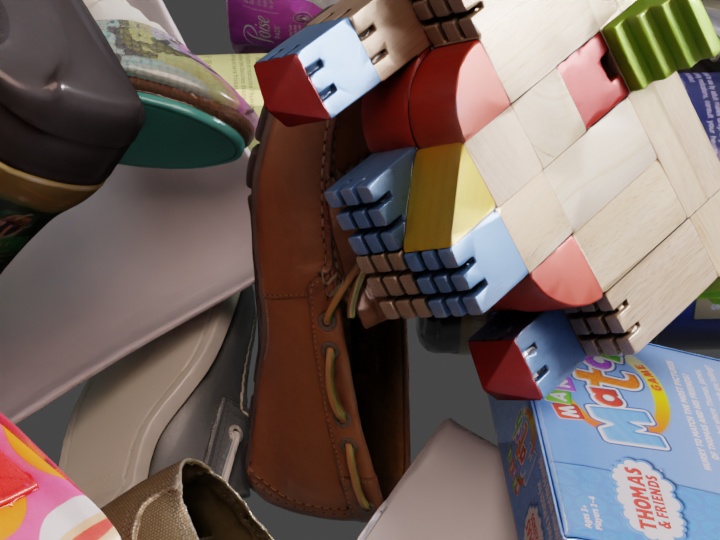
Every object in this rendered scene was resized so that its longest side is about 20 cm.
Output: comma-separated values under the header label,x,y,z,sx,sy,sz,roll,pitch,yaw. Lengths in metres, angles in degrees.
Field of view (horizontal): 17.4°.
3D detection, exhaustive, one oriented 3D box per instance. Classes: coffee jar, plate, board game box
label,x,y,z,sx,sy,sz,roll,pitch,yaw
coffee jar,-0.169,-0.030,0.867,0.200,0.085,0.104,-45,60,23
plate,-0.144,-0.024,0.967,0.199,0.032,0.200,-31,58,0
board game box,0.150,0.085,0.845,0.199,0.037,0.151,14,27,-11

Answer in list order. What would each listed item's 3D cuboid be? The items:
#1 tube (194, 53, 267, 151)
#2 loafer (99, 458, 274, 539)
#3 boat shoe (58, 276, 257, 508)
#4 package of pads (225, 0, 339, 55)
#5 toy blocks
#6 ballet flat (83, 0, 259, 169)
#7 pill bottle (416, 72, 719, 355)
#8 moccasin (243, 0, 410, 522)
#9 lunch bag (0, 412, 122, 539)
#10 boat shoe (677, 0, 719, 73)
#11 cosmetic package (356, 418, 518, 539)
label,x,y,z,sx,sy,sz,roll,pitch,yaw
tube,0.018,-0.072,1.014,0.199,0.052,0.058,-2,85,-6
loafer,-0.019,0.138,0.776,0.200,0.076,0.068,38,109,15
boat shoe,-0.076,0.081,0.918,0.073,0.062,0.200,-22,35,37
package of pads,-0.011,-0.200,1.053,0.075,0.121,0.201,7,57,5
toy blocks,0.050,-0.036,0.806,0.137,0.201,0.100,-40,20,-32
ballet flat,-0.131,-0.079,0.937,0.199,0.069,0.071,-2,58,22
pill bottle,0.121,-0.023,0.941,0.199,0.112,0.112,-1,57,0
moccasin,-0.001,0.000,0.867,0.077,0.202,0.074,13,17,24
lunch bag,-0.155,0.089,0.774,0.200,0.177,0.082,35,46,28
boat shoe,0.195,-0.096,1.009,0.199,0.066,0.075,23,53,9
cosmetic package,0.084,0.155,0.845,0.199,0.081,0.113,29,61,19
